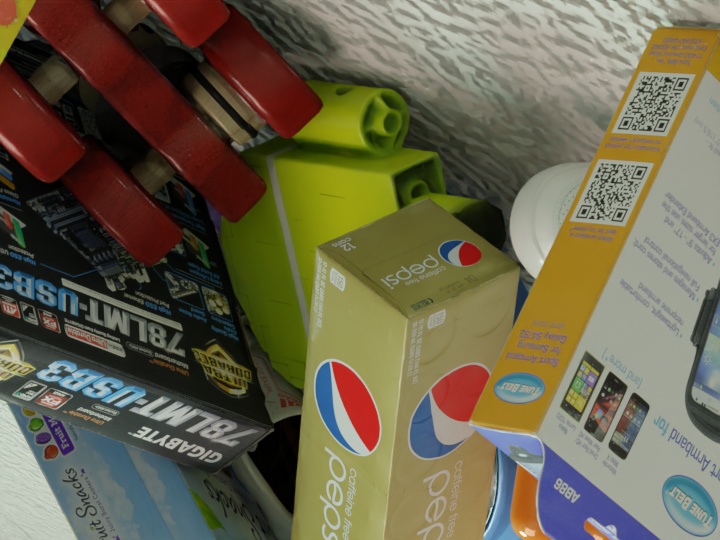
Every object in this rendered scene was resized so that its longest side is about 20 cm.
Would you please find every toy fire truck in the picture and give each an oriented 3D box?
[{"bbox_3d":[-0.121,-0.107,1.347,0.168,0.112,0.200,49,-177,40],"label":"toy fire truck"}]

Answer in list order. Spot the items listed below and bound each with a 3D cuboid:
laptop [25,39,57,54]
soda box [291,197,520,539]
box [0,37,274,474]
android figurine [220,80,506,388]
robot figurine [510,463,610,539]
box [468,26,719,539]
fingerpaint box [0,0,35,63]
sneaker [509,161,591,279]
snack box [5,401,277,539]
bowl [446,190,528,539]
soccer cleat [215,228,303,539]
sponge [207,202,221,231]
[{"bbox_3d":[-0.220,-0.067,1.639,0.177,0.103,0.200,-7,132,10],"label":"laptop"},{"bbox_3d":[0.017,0.073,1.323,0.064,0.068,0.200,37,137,36],"label":"soda box"},{"bbox_3d":[-0.142,-0.019,1.379,0.050,0.199,0.200,-37,143,27],"label":"box"},{"bbox_3d":[0.000,0.000,1.396,0.200,0.041,0.182,9,118,53],"label":"android figurine"},{"bbox_3d":[0.155,0.103,1.326,0.200,0.144,0.117,16,-138,-45],"label":"robot figurine"},{"bbox_3d":[0.117,0.022,1.136,0.041,0.200,0.119,10,157,48],"label":"box"},{"bbox_3d":[-0.216,-0.123,1.232,0.167,0.200,0.073,14,161,40],"label":"fingerpaint box"},{"bbox_3d":[0.170,0.002,1.245,0.200,0.074,0.116,23,166,-21],"label":"sneaker"},{"bbox_3d":[-0.089,0.126,1.484,0.169,0.068,0.200,60,-174,23],"label":"snack box"},{"bbox_3d":[0.025,0.050,1.471,0.201,0.039,0.201,38,139,42],"label":"bowl"},{"bbox_3d":[-0.053,0.056,1.483,0.200,0.069,0.085,62,172,2],"label":"soccer cleat"},{"bbox_3d":[-0.034,0.046,1.589,0.200,0.112,0.030,43,129,-12],"label":"sponge"}]
